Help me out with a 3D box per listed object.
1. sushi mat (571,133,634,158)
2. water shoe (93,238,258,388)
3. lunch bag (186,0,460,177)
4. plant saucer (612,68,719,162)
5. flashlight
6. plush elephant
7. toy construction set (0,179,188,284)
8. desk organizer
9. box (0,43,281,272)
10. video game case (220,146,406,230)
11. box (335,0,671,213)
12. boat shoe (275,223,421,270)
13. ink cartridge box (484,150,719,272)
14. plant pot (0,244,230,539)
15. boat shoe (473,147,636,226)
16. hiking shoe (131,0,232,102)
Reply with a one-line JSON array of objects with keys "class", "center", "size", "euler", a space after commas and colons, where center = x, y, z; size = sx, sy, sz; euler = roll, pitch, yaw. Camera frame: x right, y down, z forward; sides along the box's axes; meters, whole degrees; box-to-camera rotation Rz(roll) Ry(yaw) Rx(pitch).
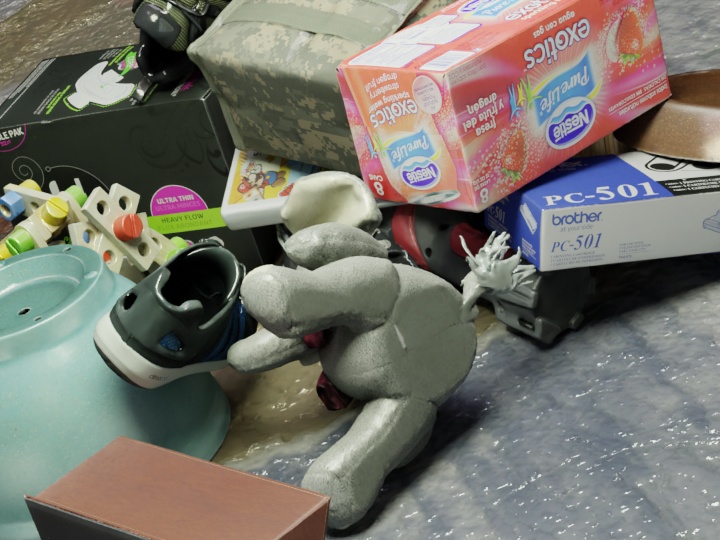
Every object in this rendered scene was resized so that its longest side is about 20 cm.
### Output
[{"class": "sushi mat", "center": [0.142, -0.099, 1.670], "size": [0.095, 0.012, 0.201], "euler": [9, 39, -8]}, {"class": "water shoe", "center": [-0.095, 0.020, 1.529], "size": [0.079, 0.072, 0.200], "euler": [-45, -2, 22]}, {"class": "lunch bag", "center": [0.013, -0.168, 1.649], "size": [0.163, 0.118, 0.200], "euler": [16, 54, 40]}, {"class": "plant saucer", "center": [0.268, -0.107, 1.625], "size": [0.199, 0.035, 0.200], "euler": [0, 14, 0]}, {"class": "flashlight", "center": [0.082, -0.016, 1.619], "size": [0.068, 0.068, 0.200], "euler": [-29, 27, -22]}, {"class": "plush elephant", "center": [-0.011, 0.033, 1.494], "size": [0.200, 0.165, 0.155], "euler": [-34, 22, -28]}, {"class": "toy construction set", "center": [-0.182, -0.012, 1.710], "size": [0.092, 0.132, 0.200], "euler": [-35, 14, -25]}, {"class": "desk organizer", "center": [-0.098, 0.159, 1.407], "size": [0.077, 0.072, 0.199], "euler": [-35, 30, -33]}, {"class": "box", "center": [-0.157, -0.082, 1.820], "size": [0.199, 0.149, 0.124], "euler": [-6, 29, 26]}, {"class": "video game case", "center": [0.003, -0.120, 1.709], "size": [0.181, 0.023, 0.201], "euler": [-8, 48, 22]}, {"class": "box", "center": [0.093, -0.121, 1.548], "size": [0.102, 0.095, 0.200], "euler": [9, 31, 45]}, {"class": "boat shoe", "center": [0.000, 0.000, 1.645], "size": [0.071, 0.068, 0.200], "euler": [-28, 27, -16]}, {"class": "ink cartridge box", "center": [0.188, -0.043, 1.550], "size": [0.199, 0.044, 0.094], "euler": [-7, 21, -19]}, {"class": "plant pot", "center": [-0.200, 0.069, 1.580], "size": [0.199, 0.135, 0.201], "euler": [-16, 26, 8]}, {"class": "boat shoe", "center": [0.096, -0.072, 1.714], "size": [0.199, 0.069, 0.084], "euler": [-9, 28, 21]}, {"class": "hiking shoe", "center": [-0.110, -0.199, 1.672], "size": [0.075, 0.200, 0.101], "euler": [26, 49, 5]}]
